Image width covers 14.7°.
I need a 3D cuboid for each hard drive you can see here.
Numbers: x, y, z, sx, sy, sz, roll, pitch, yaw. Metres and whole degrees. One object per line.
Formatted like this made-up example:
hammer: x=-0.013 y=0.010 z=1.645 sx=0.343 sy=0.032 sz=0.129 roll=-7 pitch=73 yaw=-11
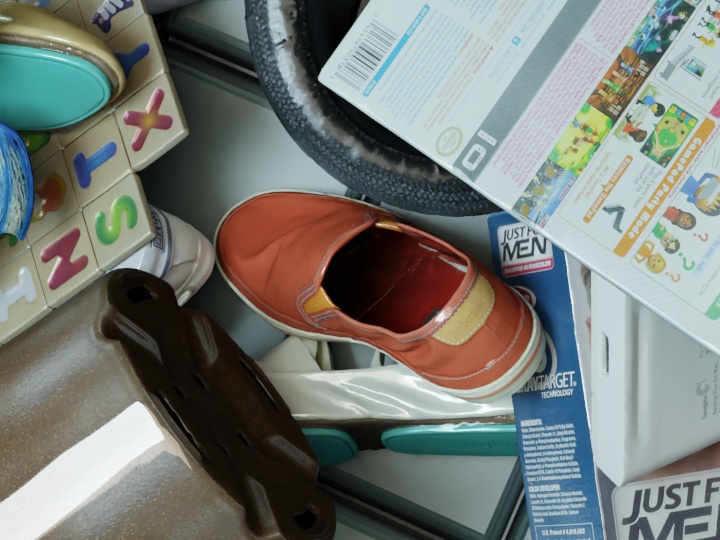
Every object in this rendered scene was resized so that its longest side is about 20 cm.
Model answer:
hard drive: x=0.186 y=0.001 z=1.186 sx=0.200 sy=0.132 sz=0.026 roll=-23 pitch=42 yaw=-23

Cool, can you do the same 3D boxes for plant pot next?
plant pot: x=-0.130 y=0.115 z=1.203 sx=0.198 sy=0.200 sz=0.200 roll=-38 pitch=83 yaw=13

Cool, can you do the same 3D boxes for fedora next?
fedora: x=0.044 y=-0.123 z=1.189 sx=0.200 sy=0.092 sz=0.201 roll=0 pitch=91 yaw=0

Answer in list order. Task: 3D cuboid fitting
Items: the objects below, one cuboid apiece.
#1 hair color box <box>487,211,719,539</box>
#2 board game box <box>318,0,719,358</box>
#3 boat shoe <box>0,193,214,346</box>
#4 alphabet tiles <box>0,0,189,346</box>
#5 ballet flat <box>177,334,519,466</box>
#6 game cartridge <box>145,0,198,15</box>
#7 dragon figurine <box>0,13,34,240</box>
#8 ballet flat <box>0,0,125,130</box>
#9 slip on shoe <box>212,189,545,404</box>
hair color box: x=0.125 y=0.065 z=1.244 sx=0.100 sy=0.060 sz=0.200 roll=-7 pitch=87 yaw=-31
board game box: x=0.108 y=-0.075 z=1.080 sx=0.200 sy=0.064 sz=0.148 roll=36 pitch=92 yaw=21
boat shoe: x=-0.148 y=0.039 z=1.313 sx=0.200 sy=0.070 sz=0.071 roll=-41 pitch=56 yaw=23
alphabet tiles: x=-0.165 y=-0.052 z=1.301 sx=0.200 sy=0.006 sz=0.167 roll=-34 pitch=60 yaw=26
ballet flat: x=0.001 y=0.057 z=1.296 sx=0.200 sy=0.069 sz=0.070 roll=-5 pitch=88 yaw=7
game cartridge: x=-0.116 y=-0.221 z=1.331 sx=0.133 sy=0.042 sz=0.200 roll=-17 pitch=86 yaw=6
dragon figurine: x=-0.183 y=-0.036 z=1.223 sx=0.099 sy=0.059 sz=0.200 roll=-3 pitch=101 yaw=45
ballet flat: x=-0.185 y=-0.097 z=1.287 sx=0.200 sy=0.069 sz=0.063 roll=-8 pitch=49 yaw=34
slip on shoe: x=0.000 y=0.000 z=1.253 sx=0.200 sy=0.061 sz=0.074 roll=26 pitch=73 yaw=47
